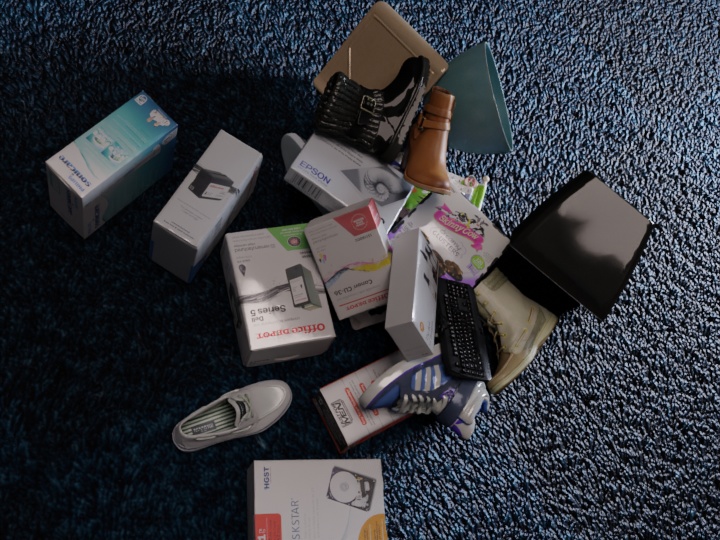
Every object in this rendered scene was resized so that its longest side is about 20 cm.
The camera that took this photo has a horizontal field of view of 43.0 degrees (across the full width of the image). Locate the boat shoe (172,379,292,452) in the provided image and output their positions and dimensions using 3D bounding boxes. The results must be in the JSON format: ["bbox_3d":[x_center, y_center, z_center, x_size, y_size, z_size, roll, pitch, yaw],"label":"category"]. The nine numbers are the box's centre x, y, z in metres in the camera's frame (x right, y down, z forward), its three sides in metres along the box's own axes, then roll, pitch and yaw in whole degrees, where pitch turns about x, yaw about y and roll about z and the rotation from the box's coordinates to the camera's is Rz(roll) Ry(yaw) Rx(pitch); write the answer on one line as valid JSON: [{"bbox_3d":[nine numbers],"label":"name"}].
[{"bbox_3d":[-0.188,0.221,1.390,0.198,0.067,0.074,-26,77,-24],"label":"boat shoe"}]

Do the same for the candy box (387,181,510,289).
[{"bbox_3d":[0.136,-0.032,1.581,0.168,0.072,0.200,44,68,3],"label":"candy box"}]

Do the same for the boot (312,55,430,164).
[{"bbox_3d":[0.021,-0.301,1.550,0.156,0.079,0.213,26,72,-13],"label":"boot"}]

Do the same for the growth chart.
[{"bbox_3d":[0.133,-0.136,1.665,0.197,0.018,0.146,16,65,-8],"label":"growth chart"}]

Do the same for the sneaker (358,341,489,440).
[{"bbox_3d":[0.111,0.205,1.407,0.199,0.081,0.147,-25,71,-31],"label":"sneaker"}]

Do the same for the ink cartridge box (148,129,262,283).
[{"bbox_3d":[-0.249,-0.102,1.465,0.083,0.145,0.201,31,62,-1],"label":"ink cartridge box"}]

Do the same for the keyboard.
[{"bbox_3d":[0.152,0.082,1.445,0.103,0.040,0.202,8,44,-14],"label":"keyboard"}]

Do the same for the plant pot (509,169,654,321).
[{"bbox_3d":[0.389,-0.060,1.570,0.199,0.200,0.178,39,102,2],"label":"plant pot"}]

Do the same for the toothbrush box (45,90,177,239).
[{"bbox_3d":[-0.393,-0.166,1.450,0.085,0.147,0.200,42,64,5],"label":"toothbrush box"}]

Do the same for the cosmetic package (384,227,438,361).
[{"bbox_3d":[0.083,0.034,1.420,0.083,0.050,0.202,53,30,-37],"label":"cosmetic package"}]

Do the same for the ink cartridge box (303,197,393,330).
[{"bbox_3d":[0.000,0.000,1.474,0.115,0.068,0.202,-19,103,12],"label":"ink cartridge box"}]

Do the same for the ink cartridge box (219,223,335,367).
[{"bbox_3d":[-0.135,0.039,1.473,0.144,0.084,0.202,-8,70,-20],"label":"ink cartridge box"}]

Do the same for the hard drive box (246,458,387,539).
[{"bbox_3d":[-0.066,0.366,1.360,0.197,0.077,0.158,2,67,-15],"label":"hard drive box"}]

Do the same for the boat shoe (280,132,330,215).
[{"bbox_3d":[-0.055,-0.164,1.599,0.090,0.071,0.201,-27,77,-37],"label":"boat shoe"}]

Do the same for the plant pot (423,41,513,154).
[{"bbox_3d":[0.191,-0.300,1.673,0.133,0.200,0.203,-13,67,16],"label":"plant pot"}]

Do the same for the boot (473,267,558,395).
[{"bbox_3d":[0.233,0.101,1.564,0.154,0.072,0.200,41,58,3],"label":"boot"}]

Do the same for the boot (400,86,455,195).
[{"bbox_3d":[0.126,-0.222,1.544,0.073,0.156,0.200,14,22,-22],"label":"boot"}]

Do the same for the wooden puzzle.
[{"bbox_3d":[0.036,-0.356,1.663,0.185,0.037,0.200,47,104,13],"label":"wooden puzzle"}]

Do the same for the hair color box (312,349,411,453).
[{"bbox_3d":[0.033,0.200,1.468,0.198,0.061,0.102,-23,76,-25],"label":"hair color box"}]

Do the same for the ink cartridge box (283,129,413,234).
[{"bbox_3d":[-0.006,-0.169,1.557,0.198,0.041,0.201,34,48,-6],"label":"ink cartridge box"}]
